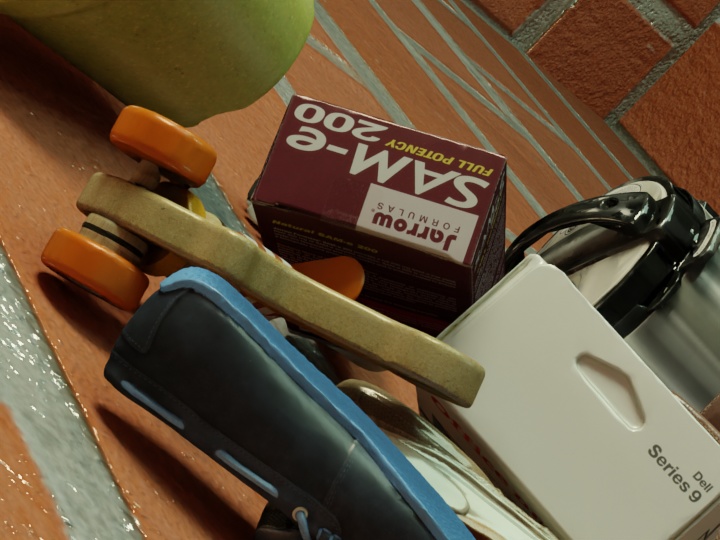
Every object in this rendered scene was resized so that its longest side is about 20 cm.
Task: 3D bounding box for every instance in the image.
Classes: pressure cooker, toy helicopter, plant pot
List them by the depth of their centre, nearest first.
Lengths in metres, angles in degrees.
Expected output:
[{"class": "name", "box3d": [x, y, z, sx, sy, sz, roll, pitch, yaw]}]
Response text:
[{"class": "toy helicopter", "box3d": [-0.035, 0.012, 1.006, 0.199, 0.079, 0.132, 26, -8, 14]}, {"class": "plant pot", "box3d": [-0.120, -0.180, 1.233, 0.201, 0.200, 0.184, 53, 4, 39]}, {"class": "pressure cooker", "box3d": [0.193, 0.033, 1.566, 0.200, 0.176, 0.179, 44, 5, -17]}]

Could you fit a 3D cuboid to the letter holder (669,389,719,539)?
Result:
[{"class": "letter holder", "box3d": [0.193, 0.146, 1.262, 0.100, 0.142, 0.200, 34, 15, -41]}]

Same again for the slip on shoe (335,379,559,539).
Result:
[{"class": "slip on shoe", "box3d": [0.053, 0.124, 1.010, 0.200, 0.076, 0.061, 35, 34, -10]}]

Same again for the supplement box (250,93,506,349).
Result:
[{"class": "supplement box", "box3d": [0.014, -0.010, 1.123, 0.108, 0.061, 0.200, 17, -17, 8]}]

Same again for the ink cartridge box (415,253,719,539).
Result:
[{"class": "ink cartridge box", "box3d": [0.102, 0.094, 1.116, 0.146, 0.084, 0.200, 47, -9, 16]}]

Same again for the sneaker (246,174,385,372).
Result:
[{"class": "sneaker", "box3d": [0.000, 0.000, 1.306, 0.081, 0.075, 0.200, 48, 8, -33]}]

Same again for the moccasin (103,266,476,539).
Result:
[{"class": "moccasin", "box3d": [-0.020, 0.087, 0.919, 0.200, 0.068, 0.080, 46, 3, 1]}]
